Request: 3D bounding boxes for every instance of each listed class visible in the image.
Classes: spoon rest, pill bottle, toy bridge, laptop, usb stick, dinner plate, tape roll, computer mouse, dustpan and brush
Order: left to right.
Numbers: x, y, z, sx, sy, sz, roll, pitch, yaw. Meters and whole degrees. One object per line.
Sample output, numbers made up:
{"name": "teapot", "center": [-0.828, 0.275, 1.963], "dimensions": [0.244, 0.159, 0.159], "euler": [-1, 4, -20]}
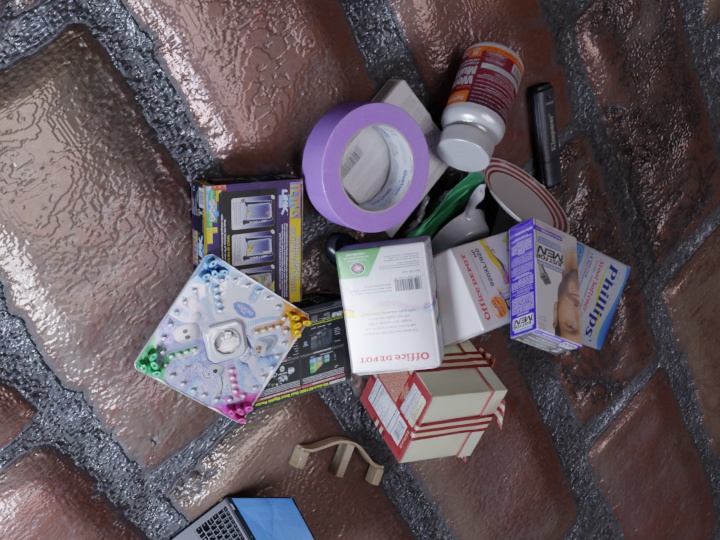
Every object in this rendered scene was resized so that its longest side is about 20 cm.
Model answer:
{"name": "laptop", "center": [-0.182, 0.475, 1.407], "dimensions": [0.200, 0.116, 0.188], "euler": [-34, 119, -23]}
{"name": "toy bridge", "center": [-0.032, 0.333, 1.527], "dimensions": [0.199, 0.027, 0.068], "euler": [22, 89, -37]}
{"name": "computer mouse", "center": [0.000, 0.000, 1.463], "dimensions": [0.200, 0.034, 0.059], "euler": [45, 55, -39]}
{"name": "tape roll", "center": [0.010, -0.163, 1.348], "dimensions": [0.199, 0.066, 0.201], "euler": [-8, 105, -31]}
{"name": "dustpan and brush", "center": [0.185, -0.081, 1.506], "dimensions": [0.139, 0.200, 0.057], "euler": [-21, 74, -28]}
{"name": "pill bottle", "center": [0.199, -0.274, 1.440], "dimensions": [0.109, 0.109, 0.201], "euler": [37, 62, -35]}
{"name": "spoon rest", "center": [0.279, -0.087, 1.601], "dimensions": [0.060, 0.099, 0.201], "euler": [33, 68, -15]}
{"name": "dinner plate", "center": [0.290, -0.127, 1.535], "dimensions": [0.199, 0.201, 0.024], "euler": [12, 132, -36]}
{"name": "usb stick", "center": [0.353, -0.254, 1.631], "dimensions": [0.055, 0.033, 0.201], "euler": [-22, 114, -27]}

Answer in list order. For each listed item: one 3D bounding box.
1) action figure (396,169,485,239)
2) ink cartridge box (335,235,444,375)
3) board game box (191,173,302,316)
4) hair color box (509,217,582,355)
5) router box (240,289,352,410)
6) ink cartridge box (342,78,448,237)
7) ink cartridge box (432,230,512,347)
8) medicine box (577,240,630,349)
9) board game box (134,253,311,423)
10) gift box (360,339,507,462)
{"name": "action figure", "center": [0.128, -0.098, 1.493], "dimensions": [0.200, 0.055, 0.118], "euler": [-43, 161, -2]}
{"name": "ink cartridge box", "center": [0.050, 0.055, 1.370], "dimensions": [0.144, 0.084, 0.201], "euler": [-6, 98, 12]}
{"name": "board game box", "center": [-0.171, -0.043, 1.313], "dimensions": [0.165, 0.057, 0.201], "euler": [-8, 108, -34]}
{"name": "hair color box", "center": [0.303, 0.026, 1.411], "dimensions": [0.109, 0.065, 0.201], "euler": [20, 62, -32]}
{"name": "router box", "center": [-0.112, 0.127, 1.394], "dimensions": [0.199, 0.062, 0.151], "euler": [-12, 108, -32]}
{"name": "ink cartridge box", "center": [0.050, -0.186, 1.433], "dimensions": [0.200, 0.045, 0.176], "euler": [-51, 124, -12]}
{"name": "ink cartridge box", "center": [0.197, 0.033, 1.463], "dimensions": [0.199, 0.144, 0.148], "euler": [-16, 80, -41]}
{"name": "medicine box", "center": [0.416, 0.040, 1.710], "dimensions": [0.199, 0.103, 0.183], "euler": [20, 91, -35]}
{"name": "board game box", "center": [-0.200, 0.107, 1.282], "dimensions": [0.200, 0.026, 0.200], "euler": [35, 88, -29]}
{"name": "gift box", "center": [0.136, 0.230, 1.491], "dimensions": [0.186, 0.200, 0.185], "euler": [-1, 132, -33]}
